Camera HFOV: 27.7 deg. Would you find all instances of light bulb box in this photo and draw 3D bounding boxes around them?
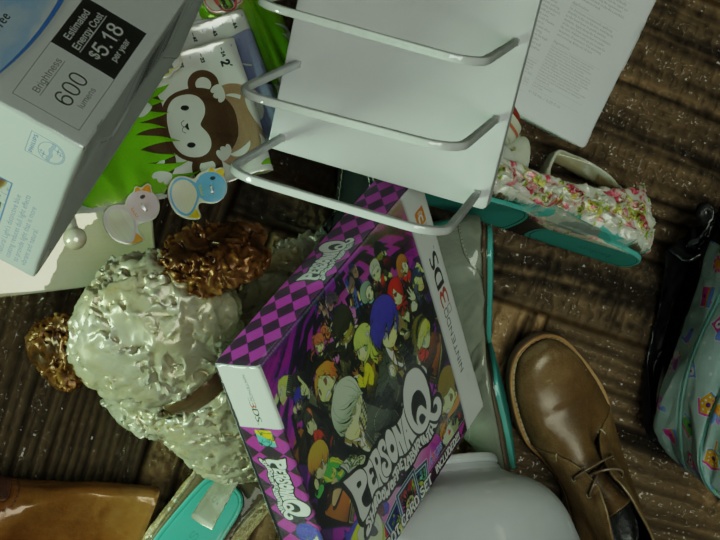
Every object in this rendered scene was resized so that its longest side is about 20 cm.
[{"bbox_3d":[-0.206,-0.141,0.780,0.199,0.125,0.199,29,50,-6],"label":"light bulb box"}]

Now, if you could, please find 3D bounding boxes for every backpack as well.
[{"bbox_3d":[0.290,0.067,1.048,0.166,0.127,0.201,16,100,-23],"label":"backpack"}]

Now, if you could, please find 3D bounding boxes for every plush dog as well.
[{"bbox_3d":[-0.101,0.053,0.870,0.200,0.161,0.172,-32,134,18],"label":"plush dog"}]

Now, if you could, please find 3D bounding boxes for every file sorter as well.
[{"bbox_3d":[0.018,-0.134,0.797,0.138,0.125,0.201,17,109,10],"label":"file sorter"}]

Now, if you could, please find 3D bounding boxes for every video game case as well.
[{"bbox_3d":[0.002,0.070,0.877,0.200,0.036,0.182,-50,132,-45],"label":"video game case"}]

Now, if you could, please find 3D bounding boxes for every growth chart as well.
[{"bbox_3d":[-0.116,-0.102,0.894,0.200,0.018,0.145,-27,80,-23],"label":"growth chart"}]

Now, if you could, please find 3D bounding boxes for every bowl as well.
[{"bbox_3d":[0.054,0.177,0.986,0.200,0.201,0.091,-6,73,-16],"label":"bowl"}]

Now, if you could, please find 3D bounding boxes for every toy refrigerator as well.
[{"bbox_3d":[-0.230,-0.018,0.897,0.199,0.076,0.070,-8,104,-16],"label":"toy refrigerator"}]

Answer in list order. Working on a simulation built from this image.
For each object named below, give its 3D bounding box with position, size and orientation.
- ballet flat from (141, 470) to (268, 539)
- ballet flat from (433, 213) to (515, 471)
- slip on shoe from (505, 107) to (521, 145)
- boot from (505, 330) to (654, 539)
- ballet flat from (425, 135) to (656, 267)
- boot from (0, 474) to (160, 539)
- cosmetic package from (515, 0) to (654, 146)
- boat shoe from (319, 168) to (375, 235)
[{"bbox_3d":[-0.077,0.133,0.983,0.070,0.065,0.200,43,92,4],"label":"ballet flat"},{"bbox_3d":[0.068,0.054,1.008,0.063,0.067,0.201,-6,116,5],"label":"ballet flat"},{"bbox_3d":[0.056,-0.169,0.888,0.061,0.074,0.201,-28,104,-11],"label":"slip on shoe"},{"bbox_3d":[0.167,0.135,1.050,0.073,0.075,0.201,-28,108,-10],"label":"boot"},{"bbox_3d":[0.118,-0.056,1.005,0.199,0.076,0.064,17,76,-26],"label":"ballet flat"},{"bbox_3d":[-0.224,0.135,0.936,0.199,0.068,0.189,13,97,-20],"label":"boot"},{"bbox_3d":[0.093,-0.193,0.962,0.199,0.052,0.151,25,96,-20],"label":"cosmetic package"},{"bbox_3d":[0.000,0.000,0.971,0.060,0.076,0.201,-10,104,-21],"label":"boat shoe"}]
